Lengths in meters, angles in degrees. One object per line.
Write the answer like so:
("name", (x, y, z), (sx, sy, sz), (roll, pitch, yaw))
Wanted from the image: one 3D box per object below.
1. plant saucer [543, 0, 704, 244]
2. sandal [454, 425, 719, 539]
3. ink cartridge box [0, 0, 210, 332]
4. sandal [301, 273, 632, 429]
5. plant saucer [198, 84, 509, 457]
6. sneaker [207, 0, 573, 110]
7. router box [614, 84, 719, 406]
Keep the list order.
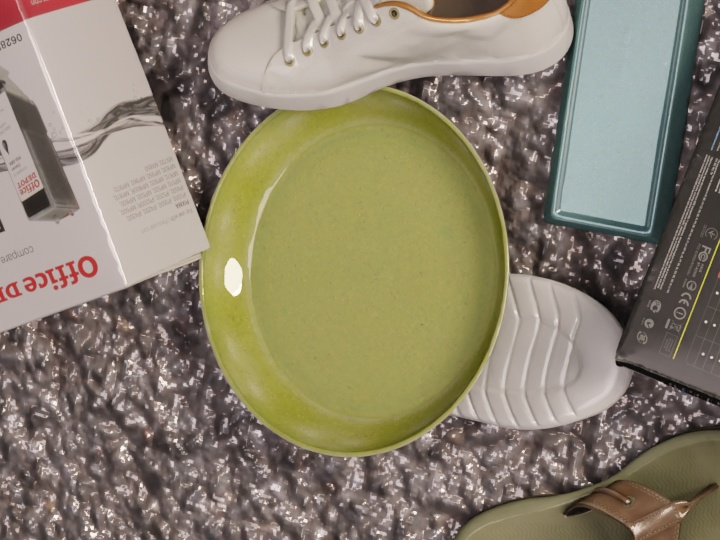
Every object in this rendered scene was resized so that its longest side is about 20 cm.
("plant saucer", (0.142, -0.115, 1.133), (0.069, 0.019, 0.202), (11, 104, 15))
("sandal", (0.139, 0.148, 1.168), (0.200, 0.057, 0.080), (-23, 94, 21))
("ink cartridge box", (-0.192, -0.074, 1.202), (0.146, 0.083, 0.202), (-19, 95, 34))
("sandal", (0.060, 0.045, 1.181), (0.201, 0.050, 0.083), (-2, 86, 30))
("plant saucer", (0.000, 0.000, 1.172), (0.198, 0.031, 0.202), (-1, 88, 33))
("sneaker", (0.007, -0.141, 1.128), (0.198, 0.085, 0.073), (-8, 58, 12))
("router box", (0.232, -0.018, 1.073), (0.149, 0.062, 0.202), (22, 90, 13))
